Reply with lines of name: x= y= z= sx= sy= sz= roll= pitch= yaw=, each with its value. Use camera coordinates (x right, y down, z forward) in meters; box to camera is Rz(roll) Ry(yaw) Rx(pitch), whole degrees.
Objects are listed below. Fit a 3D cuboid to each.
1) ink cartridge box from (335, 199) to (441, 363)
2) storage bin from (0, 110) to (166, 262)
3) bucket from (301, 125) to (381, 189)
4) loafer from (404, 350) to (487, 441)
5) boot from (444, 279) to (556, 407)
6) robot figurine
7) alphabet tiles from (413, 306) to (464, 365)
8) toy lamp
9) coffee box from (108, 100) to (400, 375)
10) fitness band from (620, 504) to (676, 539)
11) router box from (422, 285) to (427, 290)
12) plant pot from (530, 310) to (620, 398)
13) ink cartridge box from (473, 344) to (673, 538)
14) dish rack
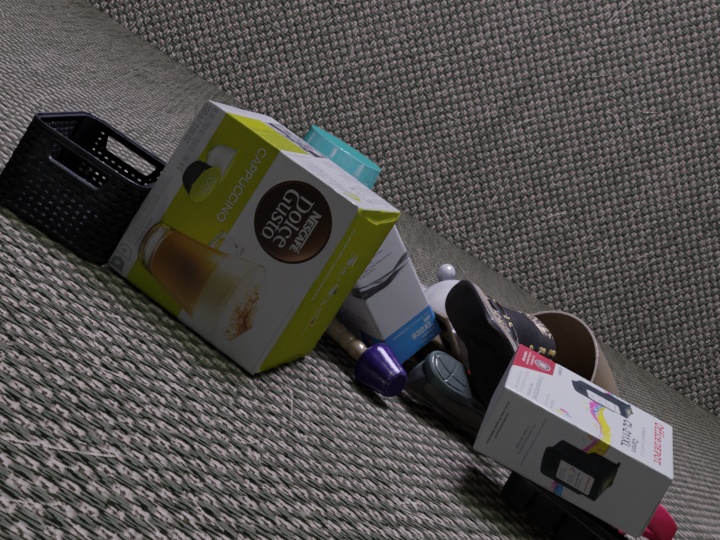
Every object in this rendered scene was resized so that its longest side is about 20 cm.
ink cartridge box: x=0.000 y=0.000 z=1.425 sx=0.145 sy=0.083 sz=0.202 roll=29 pitch=-31 yaw=57
storage bin: x=-0.285 y=-0.093 z=1.229 sx=0.134 sy=0.094 sz=0.200 roll=33 pitch=8 yaw=-1
bucket: x=-0.063 y=-0.201 z=2.431 sx=0.206 sy=0.136 sz=0.207 roll=33 pitch=9 yaw=-6
loafer: x=0.136 y=0.172 z=1.442 sx=0.199 sy=0.063 sz=0.072 roll=40 pitch=35 yaw=-25
boot: x=0.195 y=0.111 z=1.463 sx=0.150 sy=0.073 sz=0.201 roll=22 pitch=32 yaw=-45
robot figurine: x=0.124 y=0.081 z=1.601 sx=0.111 sy=0.172 sz=0.200 roll=-6 pitch=-17 yaw=-2
alphabet tiles: x=0.078 y=0.090 z=1.522 sx=0.199 sy=0.008 sz=0.169 roll=33 pitch=-29 yaw=52
toy lamp: x=-0.017 y=0.080 z=1.388 sx=0.200 sy=0.059 sz=0.058 roll=42 pitch=12 yaw=37
coffee box: x=-0.104 y=-0.035 z=1.226 sx=0.197 sy=0.201 sz=0.200 roll=35 pitch=9 yaw=10
fitness band: x=0.289 y=0.264 z=1.394 sx=0.199 sy=0.038 sz=0.144 roll=34 pitch=-18 yaw=17
router box: x=0.139 y=0.095 z=1.888 sx=0.178 sy=0.049 sz=0.200 roll=35 pitch=9 yaw=6
plant pot: x=0.285 y=0.189 z=1.594 sx=0.200 sy=0.187 sz=0.187 roll=44 pitch=1 yaw=-38
ink cartridge box: x=0.236 y=0.182 z=1.262 sx=0.198 sy=0.084 sz=0.146 roll=28 pitch=20 yaw=6
dish rack: x=0.237 y=0.269 z=1.322 sx=0.153 sy=0.055 sz=0.200 roll=37 pitch=9 yaw=13
